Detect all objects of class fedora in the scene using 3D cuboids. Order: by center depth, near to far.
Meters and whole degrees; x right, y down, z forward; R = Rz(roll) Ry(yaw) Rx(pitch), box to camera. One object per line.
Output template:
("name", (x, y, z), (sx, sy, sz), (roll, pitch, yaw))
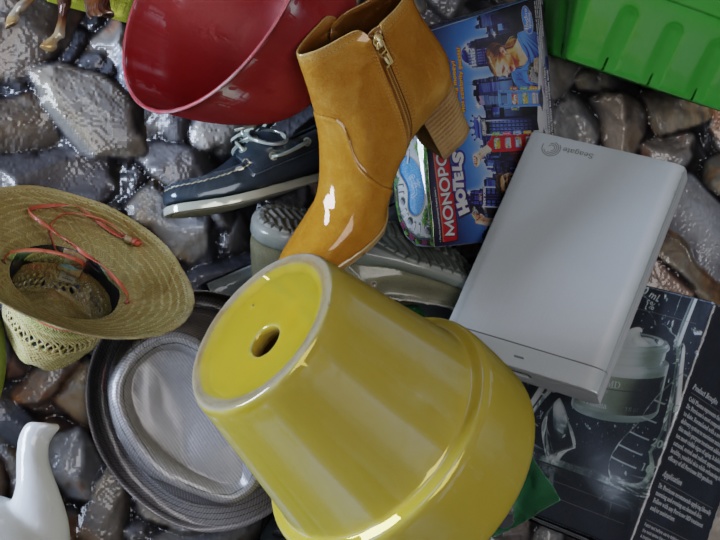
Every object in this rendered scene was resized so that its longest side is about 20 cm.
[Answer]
("fedora", (-0.121, 0.113, 1.131), (0.176, 0.090, 0.201), (-30, 96, 1))

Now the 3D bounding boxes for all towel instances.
("towel", (-0.143, -0.230, 1.186), (0.198, 0.018, 0.087), (13, 85, -18))

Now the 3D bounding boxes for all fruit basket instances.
("fruit basket", (0.260, -0.254, 1.249), (0.213, 0.156, 0.218), (-4, 105, -14))

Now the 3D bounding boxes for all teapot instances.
("teapot", (-0.301, 0.225, 1.060), (0.199, 0.198, 0.147), (-21, 67, -37))

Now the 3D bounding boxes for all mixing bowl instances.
("mixing bowl", (-0.075, -0.188, 1.121), (0.108, 0.199, 0.202), (28, 80, -41))

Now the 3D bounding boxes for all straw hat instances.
("straw hat", (-0.223, 0.025, 1.098), (0.199, 0.202, 0.086), (17, 116, -18))

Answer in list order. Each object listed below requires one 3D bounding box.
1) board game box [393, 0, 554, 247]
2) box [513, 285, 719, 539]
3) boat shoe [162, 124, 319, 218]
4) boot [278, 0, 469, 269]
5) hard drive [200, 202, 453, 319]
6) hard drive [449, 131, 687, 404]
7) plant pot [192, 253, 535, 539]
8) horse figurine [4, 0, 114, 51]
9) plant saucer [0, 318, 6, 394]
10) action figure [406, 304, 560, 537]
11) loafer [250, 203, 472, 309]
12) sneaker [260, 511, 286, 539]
("board game box", (0.068, -0.121, 1.200), (0.199, 0.061, 0.202), (-6, 91, -39))
("box", (0.192, 0.114, 1.188), (0.124, 0.199, 0.198), (32, 77, -47))
("boat shoe", (-0.068, -0.089, 1.180), (0.198, 0.075, 0.062), (-17, 97, -19))
("boot", (-0.016, -0.098, 1.064), (0.201, 0.071, 0.144), (-45, 129, -12))
("hard drive", (-0.014, 0.038, 1.219), (0.199, 0.033, 0.141), (-23, 96, -18))
("hard drive", (0.158, -0.007, 1.151), (0.131, 0.027, 0.201), (16, 67, 25))
("plant pot", (-0.010, 0.096, 1.036), (0.189, 0.200, 0.201), (42, 77, -31))
("horse figurine", (-0.269, -0.250, 1.121), (0.198, 0.050, 0.134), (19, 83, -5))
("plant saucer", (-0.353, 0.064, 1.066), (0.198, 0.031, 0.202), (1, 88, -19))
("action figure", (0.068, 0.114, 1.167), (0.117, 0.055, 0.201), (-29, 60, 16))
("loafer", (0.000, 0.000, 1.179), (0.198, 0.075, 0.070), (13, 116, -19))
("sneaker", (-0.056, 0.249, 1.177), (0.073, 0.082, 0.201), (30, 79, -14))
